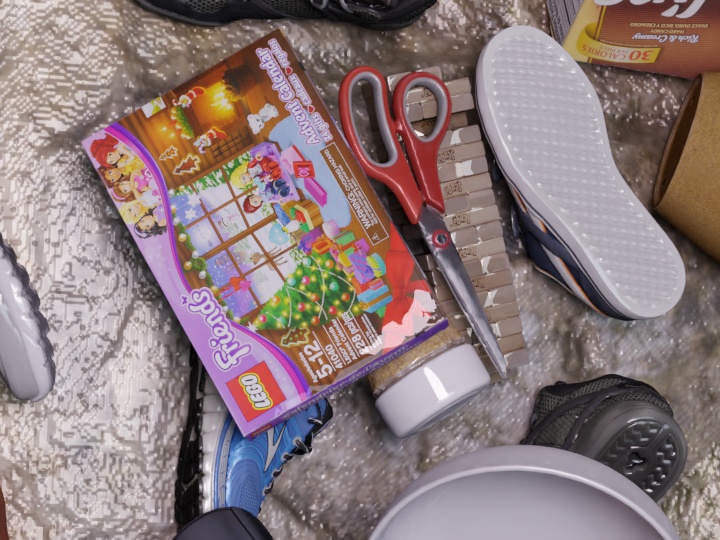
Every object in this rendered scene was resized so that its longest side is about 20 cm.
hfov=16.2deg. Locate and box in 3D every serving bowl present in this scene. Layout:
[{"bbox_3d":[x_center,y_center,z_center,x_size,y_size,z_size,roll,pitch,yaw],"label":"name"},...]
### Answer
[{"bbox_3d":[0.099,0.180,1.474,0.199,0.066,0.201,4,120,7],"label":"serving bowl"}]

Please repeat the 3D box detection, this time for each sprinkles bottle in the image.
[{"bbox_3d":[0.000,0.000,1.515,0.068,0.068,0.201,-28,81,-17],"label":"sprinkles bottle"}]

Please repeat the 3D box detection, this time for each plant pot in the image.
[{"bbox_3d":[0.292,-0.048,1.591,0.199,0.186,0.187,18,82,-2],"label":"plant pot"}]

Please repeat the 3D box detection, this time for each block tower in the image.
[{"bbox_3d":[0.054,-0.025,1.565,0.054,0.058,0.201,-13,92,-17],"label":"block tower"}]

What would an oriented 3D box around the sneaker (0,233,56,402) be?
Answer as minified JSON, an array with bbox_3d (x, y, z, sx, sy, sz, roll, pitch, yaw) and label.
[{"bbox_3d":[-0.248,-0.003,1.471,0.082,0.075,0.201,-34,91,-1],"label":"sneaker"}]

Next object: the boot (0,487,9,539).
[{"bbox_3d":[-0.274,0.208,1.460,0.188,0.068,0.201,-24,102,-25],"label":"boot"}]

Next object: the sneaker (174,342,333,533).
[{"bbox_3d":[-0.059,0.102,1.511,0.089,0.079,0.201,8,85,-14],"label":"sneaker"}]

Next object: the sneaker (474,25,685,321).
[{"bbox_3d":[0.123,-0.055,1.576,0.078,0.079,0.201,-30,94,-19],"label":"sneaker"}]

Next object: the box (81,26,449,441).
[{"bbox_3d":[-0.055,-0.021,1.467,0.136,0.039,0.201,-30,81,-1],"label":"box"}]

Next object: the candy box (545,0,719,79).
[{"bbox_3d":[0.204,-0.209,1.553,0.116,0.200,0.057,7,49,-17],"label":"candy box"}]

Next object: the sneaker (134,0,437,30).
[{"bbox_3d":[-0.039,-0.186,1.515,0.198,0.114,0.077,5,84,-15],"label":"sneaker"}]

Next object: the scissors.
[{"bbox_3d":[0.036,-0.028,1.513,0.073,0.014,0.201,-9,83,-23],"label":"scissors"}]

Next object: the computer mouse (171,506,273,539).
[{"bbox_3d":[-0.029,0.210,1.489,0.140,0.046,0.201,-29,123,-15],"label":"computer mouse"}]

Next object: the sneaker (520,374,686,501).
[{"bbox_3d":[0.118,0.143,1.566,0.076,0.114,0.200,37,105,-13],"label":"sneaker"}]
